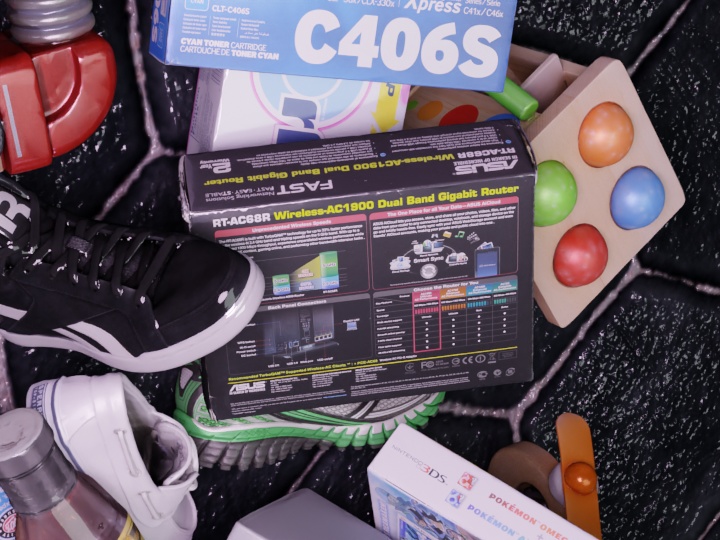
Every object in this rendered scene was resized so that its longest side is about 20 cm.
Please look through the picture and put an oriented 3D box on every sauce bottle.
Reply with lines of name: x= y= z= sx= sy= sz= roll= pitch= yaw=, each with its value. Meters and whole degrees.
sauce bottle: x=-0.150 y=0.160 z=1.050 sx=0.066 sy=0.066 sz=0.200 roll=-41 pitch=129 yaw=-19

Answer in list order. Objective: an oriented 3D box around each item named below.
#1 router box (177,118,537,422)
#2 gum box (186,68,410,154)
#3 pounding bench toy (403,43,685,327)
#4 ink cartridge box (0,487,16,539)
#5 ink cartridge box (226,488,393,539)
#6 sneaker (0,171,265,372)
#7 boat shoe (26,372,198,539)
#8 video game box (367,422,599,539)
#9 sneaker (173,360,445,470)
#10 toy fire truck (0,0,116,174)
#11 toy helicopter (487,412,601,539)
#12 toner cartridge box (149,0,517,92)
router box: x=0.000 y=0.000 z=1.096 sx=0.199 sy=0.062 sz=0.150 roll=-7 pitch=127 yaw=-6
gum box: x=-0.033 y=-0.116 z=1.123 sx=0.113 sy=0.066 sz=0.201 roll=6 pitch=104 yaw=-18
pounding bench toy: x=0.090 y=-0.088 z=1.192 sx=0.124 sy=0.156 sz=0.200 roll=-45 pitch=128 yaw=-16
ink cartridge box: x=-0.228 y=0.204 z=1.099 sx=0.144 sy=0.084 sz=0.200 roll=-33 pitch=124 yaw=-25
ink cartridge box: x=-0.040 y=0.264 z=1.181 sx=0.200 sy=0.145 sz=0.145 roll=-63 pitch=168 yaw=10
sneaker: x=-0.154 y=-0.006 z=1.006 sx=0.112 sy=0.200 sz=0.073 roll=49 pitch=53 yaw=-39
boat shoe: x=-0.127 y=0.118 z=1.117 sx=0.065 sy=0.074 sz=0.200 roll=-15 pitch=153 yaw=10
video game box: x=0.094 y=0.199 z=1.238 sx=0.047 sy=0.182 sz=0.200 roll=-54 pitch=160 yaw=-23
sneaker: x=-0.026 y=0.069 z=1.212 sx=0.199 sy=0.078 sz=0.086 roll=-8 pitch=110 yaw=-35
toy fire truck: x=-0.166 y=-0.159 z=1.007 sx=0.199 sy=0.129 sz=0.177 roll=-18 pitch=117 yaw=-21
toy helicopter: x=0.155 y=0.191 z=1.317 sx=0.079 sy=0.200 sz=0.133 roll=-13 pitch=131 yaw=-33
toner cartridge box: x=-0.012 y=-0.155 z=1.057 sx=0.199 sy=0.043 sz=0.095 roll=2 pitch=104 yaw=-19
